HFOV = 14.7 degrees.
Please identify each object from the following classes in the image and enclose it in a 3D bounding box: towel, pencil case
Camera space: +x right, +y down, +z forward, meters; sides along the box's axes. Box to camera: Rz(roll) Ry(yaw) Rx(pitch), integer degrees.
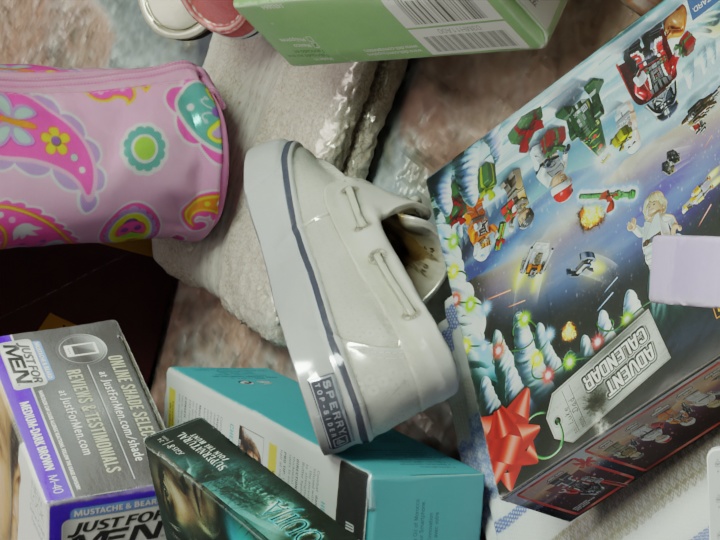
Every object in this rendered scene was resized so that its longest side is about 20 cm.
[{"bbox_3d":[0.091,0.060,0.989,0.147,0.024,0.200,-44,45,37],"label":"towel"},{"bbox_3d":[-0.030,-0.076,1.222,0.133,0.034,0.200,32,106,58],"label":"towel"},{"bbox_3d":[-0.158,-0.052,1.197,0.087,0.200,0.088,180,90,-71],"label":"pencil case"}]

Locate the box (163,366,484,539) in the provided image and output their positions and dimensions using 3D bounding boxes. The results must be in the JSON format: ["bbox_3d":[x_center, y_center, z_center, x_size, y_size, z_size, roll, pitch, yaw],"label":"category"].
[{"bbox_3d":[-0.021,0.096,1.098,0.200,0.049,0.082,22,109,62],"label":"box"}]

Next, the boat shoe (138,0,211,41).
[{"bbox_3d":[-0.062,-0.202,1.315,0.067,0.057,0.200,3,83,22],"label":"boat shoe"}]

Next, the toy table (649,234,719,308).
[{"bbox_3d":[0.178,-0.041,0.757,0.200,0.184,0.117,5,91,20],"label":"toy table"}]

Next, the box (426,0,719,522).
[{"bbox_3d":[0.113,-0.022,0.937,0.200,0.040,0.137,-37,50,33],"label":"box"}]

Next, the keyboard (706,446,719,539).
[{"bbox_3d":[0.135,0.151,0.875,0.056,0.011,0.200,-15,70,48],"label":"keyboard"}]

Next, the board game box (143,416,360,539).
[{"bbox_3d":[-0.022,0.166,1.025,0.135,0.028,0.200,30,136,58],"label":"board game box"}]

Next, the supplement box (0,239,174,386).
[{"bbox_3d":[-0.216,0.044,1.314,0.133,0.197,0.200,10,86,59],"label":"supplement box"}]

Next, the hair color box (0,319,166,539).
[{"bbox_3d":[-0.120,0.134,1.185,0.109,0.065,0.200,-120,29,-48],"label":"hair color box"}]

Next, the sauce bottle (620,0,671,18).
[{"bbox_3d":[0.154,-0.166,0.938,0.200,0.066,0.066,-51,40,36],"label":"sauce bottle"}]

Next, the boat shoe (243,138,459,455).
[{"bbox_3d":[0.000,0.000,1.081,0.200,0.070,0.071,-108,1,-65],"label":"boat shoe"}]

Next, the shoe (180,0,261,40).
[{"bbox_3d":[-0.069,-0.159,1.130,0.091,0.071,0.200,-50,-25,-40],"label":"shoe"}]

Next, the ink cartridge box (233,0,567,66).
[{"bbox_3d":[0.047,-0.177,1.110,0.145,0.048,0.200,0,56,47],"label":"ink cartridge box"}]
